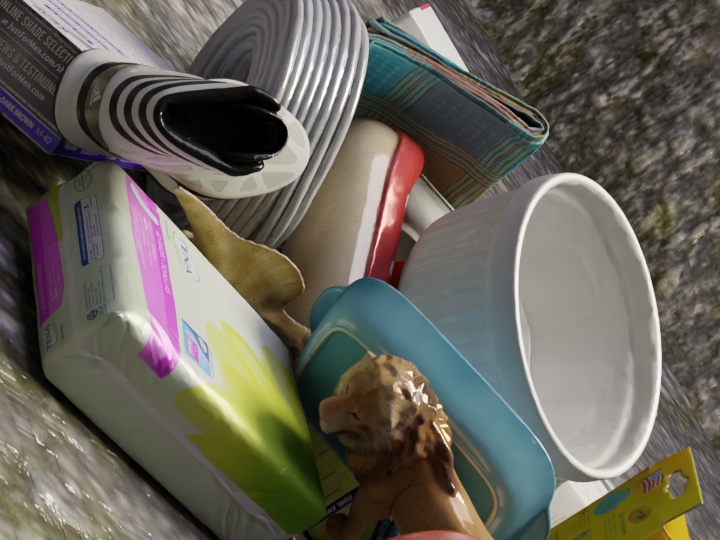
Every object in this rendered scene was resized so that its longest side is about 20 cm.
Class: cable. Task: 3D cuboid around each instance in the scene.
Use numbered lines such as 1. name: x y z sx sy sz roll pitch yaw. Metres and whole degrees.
1. cable: -0.070 -0.100 1.477 0.069 0.200 0.200 25 27 -21

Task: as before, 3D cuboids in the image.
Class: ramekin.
1. ramekin: 0.107 0.043 1.460 0.200 0.105 0.202 21 64 -53

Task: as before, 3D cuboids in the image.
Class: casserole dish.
1. casserole dish: 0.030 0.096 1.314 0.200 0.121 0.039 47 48 12

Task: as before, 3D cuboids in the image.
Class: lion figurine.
1. lion figurine: 0.042 0.147 1.242 0.072 0.123 0.200 -27 73 -38

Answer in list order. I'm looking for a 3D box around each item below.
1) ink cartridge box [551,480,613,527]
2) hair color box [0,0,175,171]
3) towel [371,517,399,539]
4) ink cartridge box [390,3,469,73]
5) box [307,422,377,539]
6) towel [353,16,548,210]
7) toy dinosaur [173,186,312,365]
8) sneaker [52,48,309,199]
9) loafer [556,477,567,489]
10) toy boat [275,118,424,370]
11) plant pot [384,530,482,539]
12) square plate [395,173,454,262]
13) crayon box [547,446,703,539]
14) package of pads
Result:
1. ink cartridge box: 0.180 0.223 1.916 0.200 0.086 0.147 51 13 -21
2. hair color box: -0.175 -0.120 1.370 0.109 0.065 0.200 40 7 12
3. towel: 0.045 0.227 1.338 0.147 0.022 0.200 53 29 -13
4. ink cartridge box: -0.018 -0.124 1.752 0.084 0.199 0.145 59 11 -5
5. box: -0.008 0.124 1.492 0.075 0.050 0.200 49 14 -28
6. towel: 0.030 -0.092 1.547 0.146 0.200 0.022 30 60 -11
7. toy dinosaur: -0.086 -0.004 1.356 0.200 0.101 0.058 55 43 -41
8. sneaker: -0.072 -0.070 1.271 0.115 0.076 0.200 19 4 37
9. loafer: 0.109 0.140 1.561 0.070 0.199 0.070 -92 159 -62
10. toy boat: 0.000 0.000 1.496 0.130 0.130 0.201 31 57 -28
11. plant pot: 0.051 0.248 1.101 0.201 0.200 0.196 44 9 -46
12. square plate: 0.007 -0.008 1.663 0.198 0.199 0.029 47 53 -42
13. crayon box: 0.171 0.216 1.608 0.051 0.199 0.127 54 12 -10
14. package of pads: -0.106 0.048 1.253 0.200 0.068 0.155 49 15 -36
